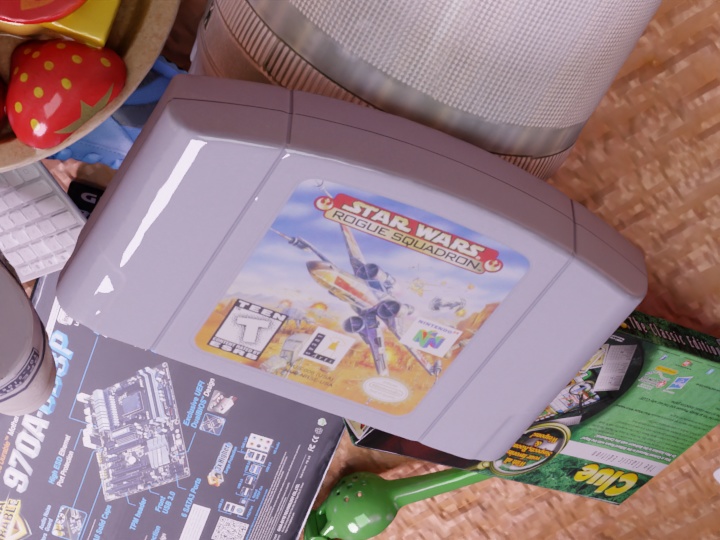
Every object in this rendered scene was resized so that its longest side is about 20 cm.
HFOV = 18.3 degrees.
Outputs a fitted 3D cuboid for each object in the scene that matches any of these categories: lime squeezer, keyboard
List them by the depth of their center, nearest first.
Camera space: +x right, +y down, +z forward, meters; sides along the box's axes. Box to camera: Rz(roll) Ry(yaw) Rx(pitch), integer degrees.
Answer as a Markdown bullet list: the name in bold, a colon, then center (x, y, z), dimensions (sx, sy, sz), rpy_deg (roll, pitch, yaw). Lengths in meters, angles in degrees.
- **keyboard**: center (-0.194, -0.007, 1.001), dimensions (0.200, 0.011, 0.056), rpy_deg (-18, 124, 40)
- **lime squeezer**: center (-0.002, 0.136, 1.113), dimensions (0.071, 0.038, 0.200), rpy_deg (17, 124, -44)

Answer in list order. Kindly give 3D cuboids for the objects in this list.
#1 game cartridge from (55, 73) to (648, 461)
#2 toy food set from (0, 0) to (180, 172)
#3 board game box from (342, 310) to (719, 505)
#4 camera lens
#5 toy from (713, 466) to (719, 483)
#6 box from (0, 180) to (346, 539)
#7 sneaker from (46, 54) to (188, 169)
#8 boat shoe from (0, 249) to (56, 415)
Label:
- **game cartridge**: center (0.000, 0.000, 0.850), dimensions (0.200, 0.042, 0.133), rpy_deg (20, 138, -18)
- **toy food set**: center (-0.168, -0.135, 0.892), dimensions (0.200, 0.049, 0.198), rpy_deg (18, 78, 1)
- **board game box**: center (0.092, 0.056, 0.999), dimensions (0.105, 0.023, 0.200), rpy_deg (-44, 144, 23)
- **camera lens**: center (0.036, -0.123, 0.878), dimensions (0.160, 0.160, 0.200), rpy_deg (24, 119, -11)
- **toy**: center (0.241, 0.104, 0.956), dimensions (0.115, 0.047, 0.200), rpy_deg (47, 138, -2)
- **box**: center (-0.093, 0.073, 1.067), dimensions (0.159, 0.046, 0.200), rpy_deg (18, 120, -7)
- **sneaker**: center (-0.121, -0.069, 0.957), dimensions (0.200, 0.066, 0.079), rpy_deg (33, 82, -12)
- **boat shoe**: center (-0.192, -0.018, 0.934), dimensions (0.071, 0.070, 0.200), rpy_deg (-41, 69, -7)
